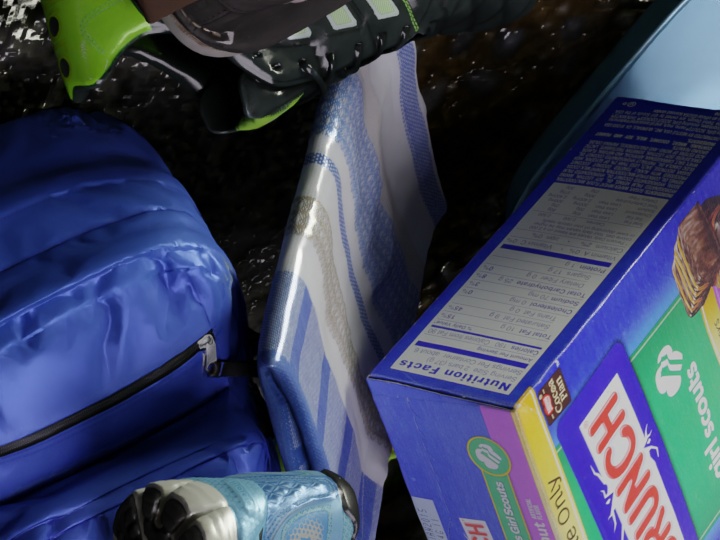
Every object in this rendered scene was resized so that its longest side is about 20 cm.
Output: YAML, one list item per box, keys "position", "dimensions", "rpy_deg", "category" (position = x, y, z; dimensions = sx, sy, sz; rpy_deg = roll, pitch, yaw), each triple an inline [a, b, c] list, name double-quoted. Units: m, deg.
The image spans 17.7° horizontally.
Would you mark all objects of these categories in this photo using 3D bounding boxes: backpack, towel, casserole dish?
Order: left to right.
- position: [-0.106, 0.047, 0.867]
  dimensions: [0.162, 0.168, 0.200]
  rpy_deg: [-30, 143, -19]
  category: "backpack"
- position: [0.000, 0.000, 0.904]
  dimensions: [0.024, 0.200, 0.147]
  rpy_deg: [2, 141, 14]
  category: "towel"
- position: [0.145, -0.061, 1.035]
  dimensions: [0.121, 0.039, 0.200]
  rpy_deg: [30, 109, -32]
  category: "casserole dish"

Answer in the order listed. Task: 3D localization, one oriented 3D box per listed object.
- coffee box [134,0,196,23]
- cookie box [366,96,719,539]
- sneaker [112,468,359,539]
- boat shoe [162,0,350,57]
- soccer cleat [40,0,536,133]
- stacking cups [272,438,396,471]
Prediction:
- position: [-0.077, -0.178, 0.622]
  dimensions: [0.080, 0.200, 0.114]
  rpy_deg: [-28, 143, -11]
  category: "coffee box"
- position: [0.107, 0.054, 0.957]
  dimensions: [0.200, 0.075, 0.171]
  rpy_deg: [-47, 131, -35]
  category: "cookie box"
- position: [-0.041, 0.144, 0.819]
  dimensions: [0.090, 0.078, 0.200]
  rpy_deg: [-15, 143, -29]
  category: "sneaker"
- position: [0.014, -0.141, 0.799]
  dimensions: [0.200, 0.067, 0.057]
  rpy_deg: [-41, -170, -26]
  category: "boat shoe"
- position: [-0.023, -0.090, 0.840]
  dimensions: [0.200, 0.081, 0.068]
  rpy_deg: [0, 168, -28]
  category: "soccer cleat"
- position: [-0.029, 0.111, 1.081]
  dimensions: [0.060, 0.061, 0.200]
  rpy_deg: [5, 126, -42]
  category: "stacking cups"
